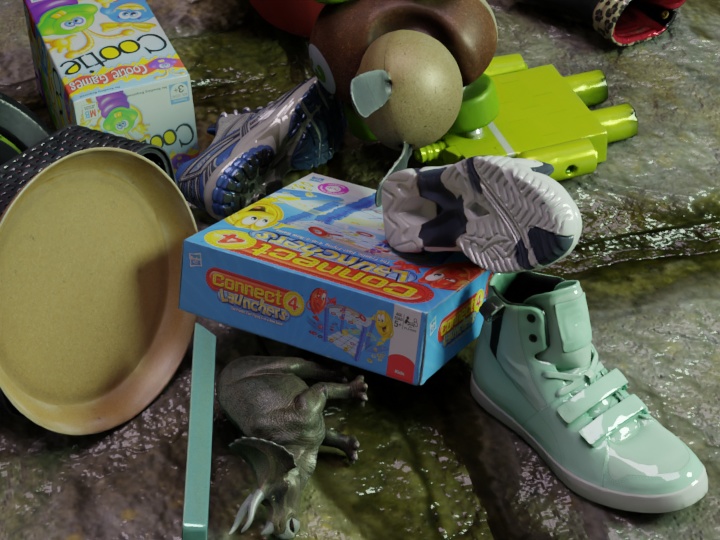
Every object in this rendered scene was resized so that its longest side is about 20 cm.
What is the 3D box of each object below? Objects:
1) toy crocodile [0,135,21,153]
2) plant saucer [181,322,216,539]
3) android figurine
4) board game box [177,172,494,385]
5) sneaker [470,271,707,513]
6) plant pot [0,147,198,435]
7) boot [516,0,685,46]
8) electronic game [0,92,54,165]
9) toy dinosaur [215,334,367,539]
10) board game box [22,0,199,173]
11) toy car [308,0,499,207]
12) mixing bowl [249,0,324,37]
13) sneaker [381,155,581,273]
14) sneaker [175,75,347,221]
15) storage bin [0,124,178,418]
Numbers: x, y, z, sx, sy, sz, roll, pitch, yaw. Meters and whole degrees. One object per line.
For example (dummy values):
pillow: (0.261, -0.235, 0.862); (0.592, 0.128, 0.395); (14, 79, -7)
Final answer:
toy crocodile: (-0.328, -0.109, 1.494); (0.199, 0.062, 0.067); (27, 46, 27)
plant saucer: (-0.108, 0.124, 1.163); (0.019, 0.070, 0.201); (2, 37, -5)
android figurine: (0.132, -0.128, 1.498); (0.198, 0.041, 0.182); (-11, 38, -13)
board game box: (0.000, 0.000, 1.282); (0.199, 0.056, 0.196); (16, 24, 22)
sneaker: (0.151, 0.076, 1.168); (0.074, 0.119, 0.200); (-30, 46, -33)
plant pot: (-0.191, 0.013, 1.213); (0.027, 0.201, 0.200); (11, 37, 40)
boot: (0.258, -0.292, 1.673); (0.199, 0.074, 0.150); (-28, 43, -24)
electronic game: (-0.291, -0.070, 1.361); (0.199, 0.042, 0.201); (33, 36, -28)
toy dinosaur: (-0.058, 0.089, 1.200); (0.101, 0.077, 0.201); (-2, 40, -21)
board game box: (-0.218, -0.163, 1.512); (0.104, 0.104, 0.200); (-15, 39, -15)
toy car: (0.020, -0.145, 1.369); (0.156, 0.165, 0.201); (-4, 37, 19)
mixing bowl: (-0.040, -0.294, 1.666); (0.198, 0.109, 0.201); (-1, 37, 1)
sneaker: (0.117, -0.042, 1.207); (0.129, 0.080, 0.199); (-8, 2, -32)
sneaker: (-0.085, -0.114, 1.468); (0.085, 0.078, 0.200); (15, 40, 30)
storage bin: (-0.227, -0.004, 1.269); (0.093, 0.136, 0.200); (15, 40, 37)
